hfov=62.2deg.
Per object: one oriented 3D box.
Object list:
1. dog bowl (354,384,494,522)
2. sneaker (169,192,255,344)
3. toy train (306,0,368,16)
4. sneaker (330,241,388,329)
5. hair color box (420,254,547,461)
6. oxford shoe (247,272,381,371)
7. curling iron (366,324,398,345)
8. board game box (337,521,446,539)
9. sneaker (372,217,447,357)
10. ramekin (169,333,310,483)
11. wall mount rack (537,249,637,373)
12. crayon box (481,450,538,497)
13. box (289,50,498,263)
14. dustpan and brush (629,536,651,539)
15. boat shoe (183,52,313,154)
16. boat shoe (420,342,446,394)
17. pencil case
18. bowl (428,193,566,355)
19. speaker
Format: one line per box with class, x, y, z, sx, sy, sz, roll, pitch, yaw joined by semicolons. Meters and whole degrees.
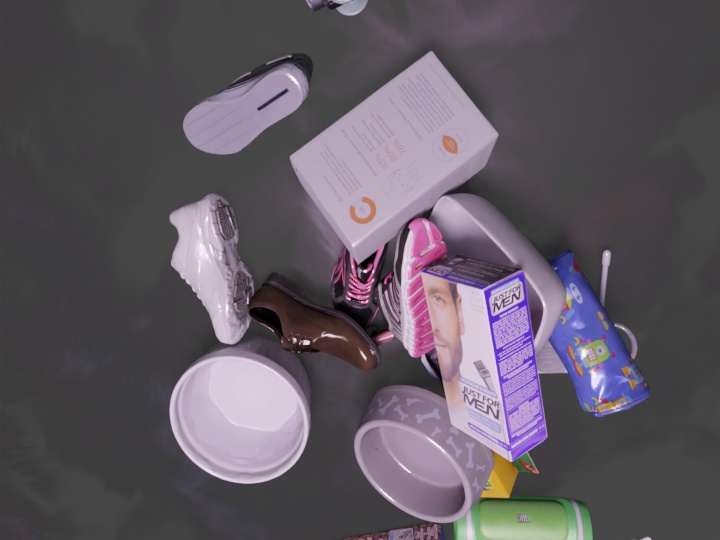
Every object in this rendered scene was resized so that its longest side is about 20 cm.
dog bowl;0.077;0.251;0.797;0.197;0.059;0.203;19;130;24
sneaker;-0.207;0.002;0.815;0.097;0.078;0.205;-9;94;20
toy train;0.017;-0.368;0.657;0.196;0.085;0.116;-22;97;12
sneaker;0.000;0.000;0.782;0.077;0.096;0.204;9;112;0
hair color box;0.137;0.093;0.662;0.064;0.109;0.204;-20;109;-25
oxford shoe;-0.065;0.088;0.797;0.197;0.085;0.074;27;139;15
curling iron;0.088;0.066;0.828;0.196;0.050;0.026;-21;108;7
board game box;0.056;0.517;0.961;0.196;0.097;0.163;-15;108;10
sneaker;0.055;0.016;0.743;0.087;0.073;0.203;34;144;37
ramekin;-0.162;0.188;0.859;0.195;0.105;0.205;2;111;4
wall mount rack;0.274;0.071;0.797;0.195;0.075;0.178;-4;77;6
crayon box;0.132;0.253;0.836;0.198;0.051;0.128;-19;109;42
box;0.037;-0.124;0.680;0.198;0.098;0.125;-37;80;-3
dustpan and brush;0.363;0.455;0.922;0.138;0.058;0.201;33;109;-15
boat shoe;-0.133;-0.203;0.736;0.197;0.072;0.073;-13;123;31
boat shoe;0.149;0.163;0.839;0.071;0.069;0.202;-31;104;15
pencil case;0.265;0.077;0.724;0.086;0.078;0.203;-28;78;4
bowl;0.156;0.022;0.721;0.074;0.201;0.202;-21;147;-27
speaker;0.241;0.388;0.904;0.195;0.089;0.091;-1;110;5
